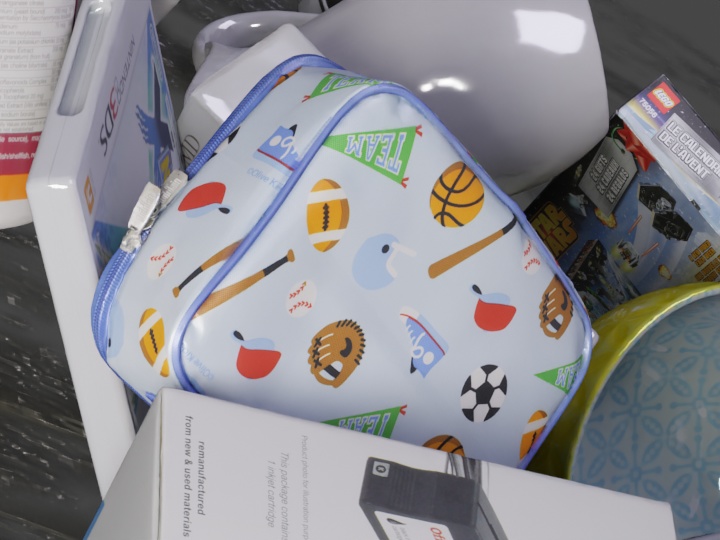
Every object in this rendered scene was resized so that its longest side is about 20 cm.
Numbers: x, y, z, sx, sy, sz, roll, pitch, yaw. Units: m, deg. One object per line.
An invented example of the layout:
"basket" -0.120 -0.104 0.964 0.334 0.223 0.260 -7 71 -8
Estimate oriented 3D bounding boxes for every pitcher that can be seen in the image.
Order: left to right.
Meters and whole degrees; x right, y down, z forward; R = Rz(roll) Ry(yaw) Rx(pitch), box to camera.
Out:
"pitcher" 0.014 -0.100 1.295 0.172 0.200 0.121 -101 180 -56

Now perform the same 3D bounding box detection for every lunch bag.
"lunch bag" -0.008 0.024 0.989 0.076 0.160 0.200 23 -18 50

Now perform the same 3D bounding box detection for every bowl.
"bowl" 0.138 0.099 1.262 0.200 0.200 0.108 23 -7 -38

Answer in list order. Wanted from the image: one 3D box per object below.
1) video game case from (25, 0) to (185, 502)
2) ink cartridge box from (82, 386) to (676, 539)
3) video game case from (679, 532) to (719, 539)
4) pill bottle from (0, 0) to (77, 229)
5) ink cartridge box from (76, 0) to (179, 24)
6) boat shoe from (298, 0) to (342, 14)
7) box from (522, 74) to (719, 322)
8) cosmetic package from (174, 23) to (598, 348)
"video game case" -0.092 -0.002 1.052 0.182 0.022 0.200 -84 167 -55
"ink cartridge box" -0.001 0.135 0.936 0.200 0.145 0.084 14 43 -16
"video game case" 0.153 0.216 1.120 0.182 0.022 0.200 7 72 -70
"pill bottle" -0.165 -0.124 1.032 0.109 0.200 0.110 7 13 -2
"ink cartridge box" -0.143 -0.198 1.174 0.145 0.200 0.147 27 34 -34
"boat shoe" 0.031 -0.096 1.432 0.071 0.064 0.200 7 47 -52
"box" 0.155 -0.005 1.367 0.040 0.200 0.137 -38 85 -24
"cosmetic package" 0.000 0.000 1.145 0.200 0.102 0.074 44 55 8
